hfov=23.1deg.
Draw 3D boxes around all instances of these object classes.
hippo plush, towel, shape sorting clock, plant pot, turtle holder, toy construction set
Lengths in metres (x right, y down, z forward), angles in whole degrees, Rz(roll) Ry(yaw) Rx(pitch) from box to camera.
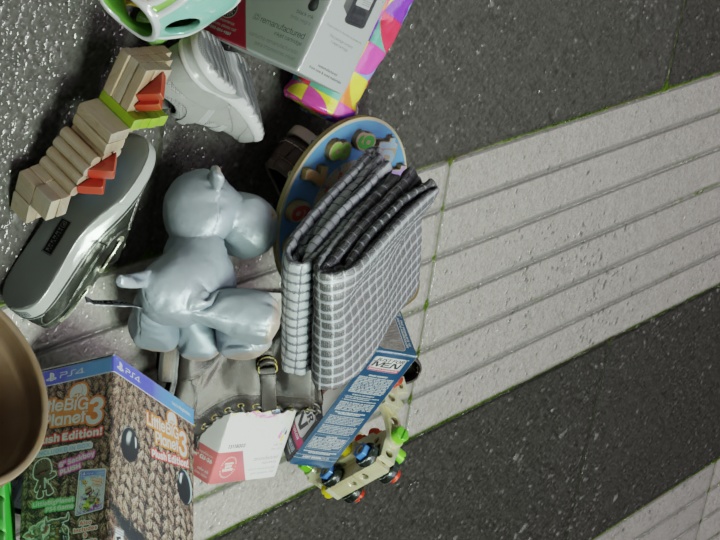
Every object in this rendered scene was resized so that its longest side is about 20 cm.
[{"bbox_3d":[-0.165,-0.012,1.721,0.200,0.159,0.161,20,65,-26],"label":"hippo plush"},{"bbox_3d":[0.000,0.000,1.753,0.200,0.086,0.166,-49,151,-39],"label":"towel"},{"bbox_3d":[-0.017,-0.064,1.826,0.200,0.039,0.200,-35,137,-41],"label":"shape sorting clock"},{"bbox_3d":[-0.373,0.110,1.498,0.093,0.201,0.201,-34,165,36],"label":"plant pot"},{"bbox_3d":[-0.171,-0.270,1.541,0.141,0.185,0.132,43,72,-23],"label":"turtle holder"},{"bbox_3d":[0.001,0.193,2.029,0.200,0.092,0.131,-52,-165,44],"label":"toy construction set"}]

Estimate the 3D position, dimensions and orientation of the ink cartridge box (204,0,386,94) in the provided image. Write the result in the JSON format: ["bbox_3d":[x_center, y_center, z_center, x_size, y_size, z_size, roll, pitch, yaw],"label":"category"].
[{"bbox_3d":[-0.046,-0.289,1.671,0.083,0.145,0.200,20,95,-54],"label":"ink cartridge box"}]

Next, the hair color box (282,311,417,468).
[{"bbox_3d":[-0.022,0.118,1.944,0.060,0.100,0.200,11,131,-32],"label":"hair color box"}]

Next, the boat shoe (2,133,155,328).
[{"bbox_3d":[-0.252,-0.037,1.633,0.200,0.071,0.064,-53,145,-2],"label":"boat shoe"}]

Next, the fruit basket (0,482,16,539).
[{"bbox_3d":[-0.403,0.250,1.540,0.216,0.216,0.156,-34,136,-38],"label":"fruit basket"}]

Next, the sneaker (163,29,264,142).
[{"bbox_3d":[-0.151,-0.173,1.692,0.200,0.082,0.075,46,28,-66],"label":"sneaker"}]

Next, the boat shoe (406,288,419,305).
[{"bbox_3d":[0.009,0.027,2.017,0.200,0.065,0.072,-7,93,-49],"label":"boat shoe"}]

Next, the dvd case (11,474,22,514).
[{"bbox_3d":[-0.298,0.180,1.754,0.200,0.018,0.143,29,88,-58],"label":"dvd case"}]

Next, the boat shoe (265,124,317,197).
[{"bbox_3d":[-0.052,-0.067,1.879,0.060,0.072,0.200,-46,144,-21],"label":"boat shoe"}]

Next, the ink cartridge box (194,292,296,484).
[{"bbox_3d":[-0.121,0.126,1.917,0.116,0.067,0.200,0,112,-54],"label":"ink cartridge box"}]

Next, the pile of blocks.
[{"bbox_3d":[-0.226,-0.110,1.577,0.200,0.062,0.082,-49,159,6],"label":"pile of blocks"}]

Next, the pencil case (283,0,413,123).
[{"bbox_3d":[-0.005,-0.243,1.818,0.088,0.088,0.200,26,90,-57],"label":"pencil case"}]

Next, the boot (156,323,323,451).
[{"bbox_3d":[-0.125,0.138,1.824,0.174,0.069,0.200,2,110,-8],"label":"boot"}]

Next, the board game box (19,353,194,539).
[{"bbox_3d":[-0.235,0.205,1.662,0.159,0.097,0.200,44,38,-56],"label":"board game box"}]

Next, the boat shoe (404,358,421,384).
[{"bbox_3d":[0.008,0.097,2.072,0.200,0.073,0.075,7,106,-56],"label":"boat shoe"}]
